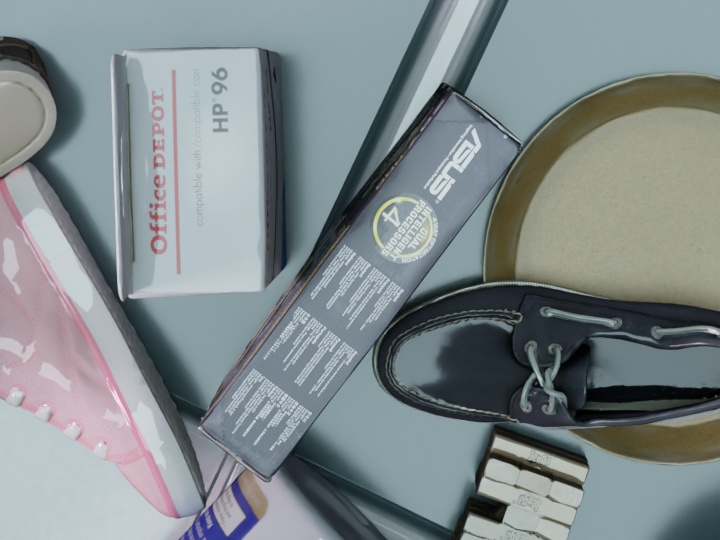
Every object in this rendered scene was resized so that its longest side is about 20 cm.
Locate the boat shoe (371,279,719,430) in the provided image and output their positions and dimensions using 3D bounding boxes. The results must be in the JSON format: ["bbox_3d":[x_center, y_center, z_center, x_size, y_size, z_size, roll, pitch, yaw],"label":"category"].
[{"bbox_3d":[0.104,0.044,1.227,0.198,0.063,0.073,1,94,2],"label":"boat shoe"}]

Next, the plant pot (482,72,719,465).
[{"bbox_3d":[0.162,-0.001,1.266,0.198,0.027,0.202,0,94,3],"label":"plant pot"}]

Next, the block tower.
[{"bbox_3d":[0.059,0.185,1.270,0.057,0.054,0.202,19,94,1],"label":"block tower"}]

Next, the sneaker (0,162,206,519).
[{"bbox_3d":[-0.162,0.055,1.256,0.104,0.075,0.201,-31,85,-1],"label":"sneaker"}]

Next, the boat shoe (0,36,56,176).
[{"bbox_3d":[-0.249,-0.057,1.260,0.199,0.060,0.072,-28,123,5],"label":"boat shoe"}]

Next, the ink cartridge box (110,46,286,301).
[{"bbox_3d":[-0.075,-0.049,1.183,0.067,0.200,0.117,-2,95,2],"label":"ink cartridge box"}]

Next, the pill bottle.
[{"bbox_3d":[-0.072,0.200,1.243,0.120,0.120,0.200,44,95,-2],"label":"pill bottle"}]

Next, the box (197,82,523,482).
[{"bbox_3d":[0.000,0.000,1.205,0.049,0.161,0.201,37,94,-1],"label":"box"}]
